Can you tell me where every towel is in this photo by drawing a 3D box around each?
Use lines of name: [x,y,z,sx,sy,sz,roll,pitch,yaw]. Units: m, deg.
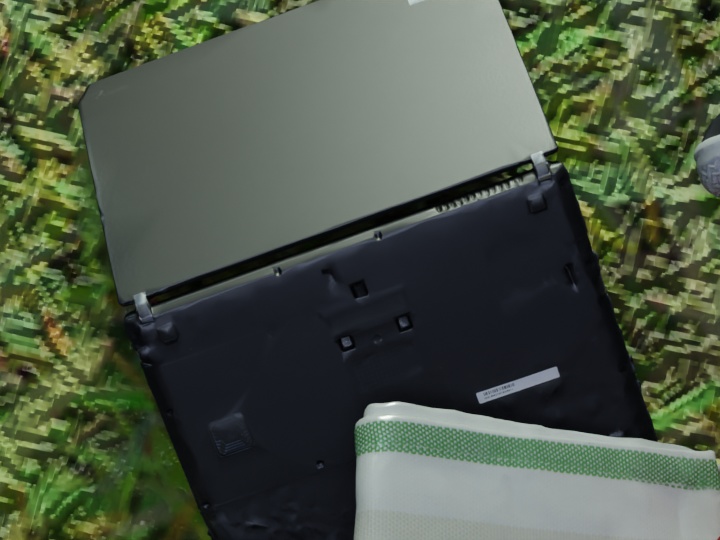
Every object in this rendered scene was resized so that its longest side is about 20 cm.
towel: [0.063,0.152,0.736,0.149,0.031,0.200,10,66,-18]

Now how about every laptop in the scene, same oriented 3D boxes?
laptop: [0.000,0.000,0.827,0.177,0.103,0.200,-20,105,4]

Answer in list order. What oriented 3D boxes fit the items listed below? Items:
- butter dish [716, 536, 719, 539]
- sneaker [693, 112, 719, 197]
butter dish: [0.177,0.139,0.698,0.148,0.200,0.200,-36,78,11]
sneaker: [0.206,-0.103,0.789,0.200,0.075,0.114,-21,79,-3]
